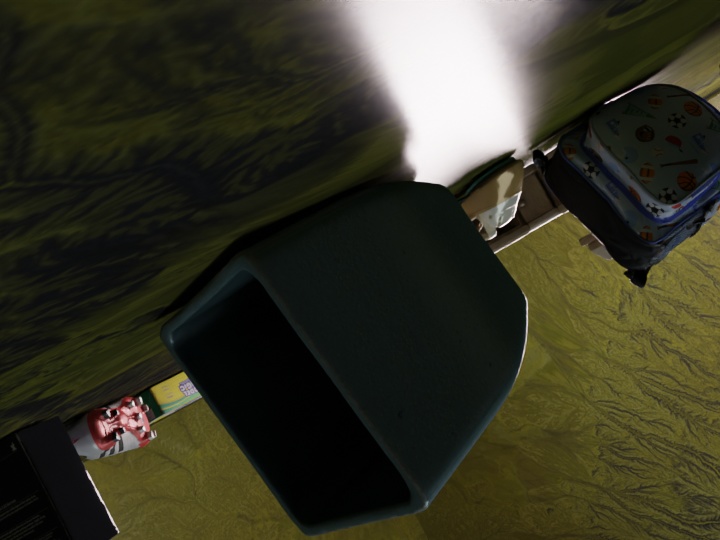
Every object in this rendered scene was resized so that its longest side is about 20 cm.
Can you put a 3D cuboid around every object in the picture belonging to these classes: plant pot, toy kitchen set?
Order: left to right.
[{"bbox_3d":[0.007,0.047,0.741,0.199,0.197,0.196,-37,-179,-34],"label":"plant pot"},{"bbox_3d":[0.247,-0.063,1.284,0.179,0.164,0.200,-27,176,-32],"label":"toy kitchen set"}]

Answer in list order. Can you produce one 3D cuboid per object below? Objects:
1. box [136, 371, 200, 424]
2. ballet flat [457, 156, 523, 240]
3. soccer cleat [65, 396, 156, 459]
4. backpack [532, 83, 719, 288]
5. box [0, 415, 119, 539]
[{"bbox_3d":[-0.268,0.181,1.517,0.117,0.049,0.199,-32,178,39],"label":"box"},{"bbox_3d":[0.147,-0.072,1.152,0.068,0.063,0.200,-29,176,-19],"label":"ballet flat"},{"bbox_3d":[-0.327,0.207,1.288,0.084,0.069,0.200,-21,174,5],"label":"soccer cleat"},{"bbox_3d":[0.327,-0.120,1.118,0.190,0.201,0.154,-31,165,-24],"label":"backpack"},{"bbox_3d":[-0.370,0.262,1.034,0.199,0.142,0.079,-30,179,19],"label":"box"}]
